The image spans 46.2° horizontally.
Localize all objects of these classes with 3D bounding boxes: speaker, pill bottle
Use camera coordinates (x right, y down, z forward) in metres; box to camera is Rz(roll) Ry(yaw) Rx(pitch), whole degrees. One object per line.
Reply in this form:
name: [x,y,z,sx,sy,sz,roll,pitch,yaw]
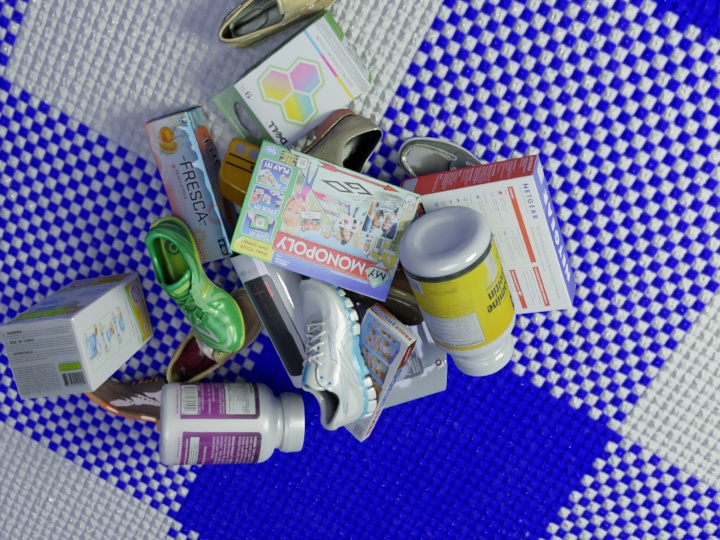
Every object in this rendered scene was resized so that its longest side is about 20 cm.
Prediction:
speaker: [-0.098,0.050,1.129,0.080,0.081,0.202,-22,102,15]
pill bottle: [-0.182,0.215,1.191,0.197,0.112,0.114,3,109,-15]
pill bottle: [0.124,0.031,1.013,0.110,0.113,0.201,-15,129,13]

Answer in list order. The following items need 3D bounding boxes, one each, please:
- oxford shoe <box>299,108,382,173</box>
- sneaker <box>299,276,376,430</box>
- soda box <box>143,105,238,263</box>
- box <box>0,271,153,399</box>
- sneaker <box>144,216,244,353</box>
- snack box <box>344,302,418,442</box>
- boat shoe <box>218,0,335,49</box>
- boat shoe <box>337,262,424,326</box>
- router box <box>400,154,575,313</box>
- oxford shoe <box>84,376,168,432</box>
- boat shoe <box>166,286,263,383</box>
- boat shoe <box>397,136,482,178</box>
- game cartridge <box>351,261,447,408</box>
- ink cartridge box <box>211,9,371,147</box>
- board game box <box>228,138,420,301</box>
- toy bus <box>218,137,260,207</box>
oxford shoe: [-0.049,-0.111,1.030,0.201,0.074,0.070,-56,135,-8]
sneaker: [-0.044,0.106,1.059,0.074,0.086,0.203,-11,99,47]
soda box: [-0.222,-0.115,1.142,0.067,0.064,0.203,-12,106,13]
box: [-0.380,0.084,1.156,0.111,0.200,0.103,-7,105,13]
sneaker: [-0.226,0.027,1.106,0.073,0.084,0.202,-30,97,17]
snack box: [0.010,0.137,1.101,0.072,0.024,0.202,41,133,21]
boat shoe: [-0.091,-0.336,1.046,0.199,0.076,0.072,-33,100,16]
boat shoe: [0.000,0.000,1.082,0.198,0.068,0.072,25,151,2]
router box: [0.160,-0.033,1.061,0.177,0.049,0.202,-7,125,26]
oxford shoe: [-0.320,0.185,1.256,0.197,0.071,0.074,22,93,-5]
boat shoe: [-0.203,0.101,1.187,0.074,0.066,0.200,44,118,0]
boat shoe: [0.137,-0.109,1.088,0.200,0.060,0.073,29,109,-1]
game cartridge: [0.044,0.079,1.141,0.131,0.041,0.203,-15,100,6]
ink cartridge box: [-0.093,-0.228,1.081,0.199,0.060,0.104,-32,110,17]
board game box: [-0.042,-0.059,1.001,0.197,0.029,0.136,18,97,-8]
toy bus: [-0.089,-0.097,1.110,0.197,0.065,0.079,21,72,-3]
